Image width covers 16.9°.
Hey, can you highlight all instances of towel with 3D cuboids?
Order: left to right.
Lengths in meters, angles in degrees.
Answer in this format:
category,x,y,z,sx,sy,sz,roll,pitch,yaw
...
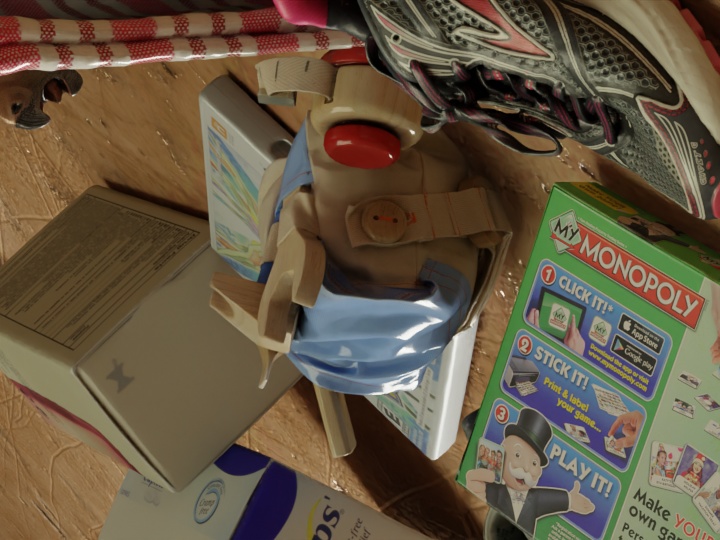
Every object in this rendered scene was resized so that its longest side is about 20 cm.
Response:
category,x,y,z,sx,sy,sz,roll,pitch,yaw
towel,-0.085,-0.103,0.963,0.146,0.200,0.030,19,113,58

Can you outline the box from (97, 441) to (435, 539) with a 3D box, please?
category,x,y,z,sx,sy,sz,roll,pitch,yaw
box,-0.035,0.185,1.491,0.200,0.105,0.184,30,172,-25

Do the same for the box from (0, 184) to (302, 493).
category,x,y,z,sx,sy,sz,roll,pitch,yaw
box,-0.139,0.037,1.485,0.109,0.128,0.200,54,163,-26

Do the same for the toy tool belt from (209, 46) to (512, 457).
category,x,y,z,sx,sy,sz,roll,pitch,yaw
toy tool belt,0.000,0.000,1.029,0.125,0.123,0.200,7,160,2

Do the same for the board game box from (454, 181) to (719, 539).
category,x,y,z,sx,sy,sz,roll,pitch,yaw
board game box,0.129,0.068,0.904,0.200,0.029,0.135,35,115,39

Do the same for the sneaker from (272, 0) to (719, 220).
category,x,y,z,sx,sy,sz,roll,pitch,yaw
sneaker,0.053,-0.072,0.835,0.200,0.075,0.081,37,161,31

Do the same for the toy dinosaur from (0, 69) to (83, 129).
category,x,y,z,sx,sy,sz,roll,pitch,yaw
toy dinosaur,-0.179,-0.139,1.164,0.086,0.136,0.200,55,163,-25

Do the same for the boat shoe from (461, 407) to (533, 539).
category,x,y,z,sx,sy,sz,roll,pitch,yaw
boat shoe,0.090,0.113,1.144,0.072,0.071,0.200,-112,0,-45

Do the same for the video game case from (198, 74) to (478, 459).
category,x,y,z,sx,sy,sz,roll,pitch,yaw
video game case,-0.014,0.004,1.278,0.182,0.022,0.200,44,164,15
